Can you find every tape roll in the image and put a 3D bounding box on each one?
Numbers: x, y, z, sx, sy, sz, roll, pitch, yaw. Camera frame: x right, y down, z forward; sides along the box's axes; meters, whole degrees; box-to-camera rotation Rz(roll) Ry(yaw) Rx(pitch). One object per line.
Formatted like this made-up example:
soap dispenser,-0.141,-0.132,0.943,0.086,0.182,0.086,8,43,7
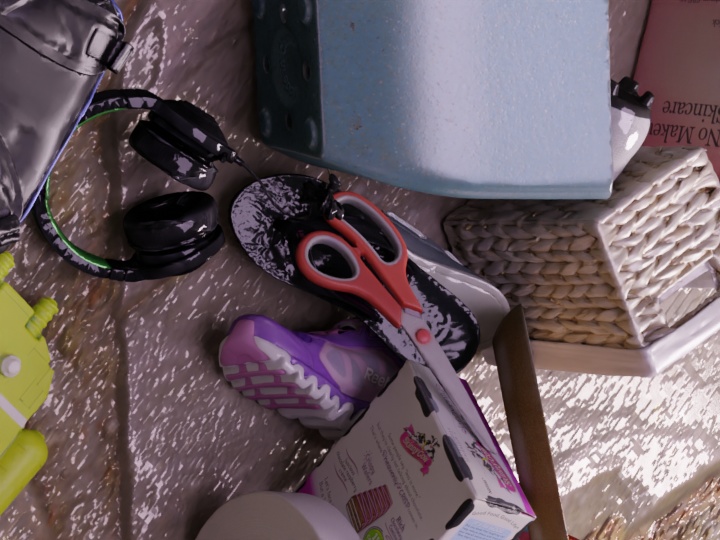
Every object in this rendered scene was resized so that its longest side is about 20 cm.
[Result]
tape roll,-0.059,0.248,1.630,0.037,0.202,0.204,7,92,-38

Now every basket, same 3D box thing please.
basket,0.170,-0.010,1.777,0.135,0.200,0.124,-34,109,-30

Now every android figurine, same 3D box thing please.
android figurine,-0.271,0.079,1.545,0.200,0.041,0.182,-50,122,-19

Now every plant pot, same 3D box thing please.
plant pot,0.119,0.124,1.697,0.027,0.200,0.201,-11,106,2
plant pot,0.037,-0.145,1.665,0.199,0.196,0.197,-8,101,-23

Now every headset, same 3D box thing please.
headset,-0.114,-0.051,1.598,0.199,0.094,0.124,1,105,-19

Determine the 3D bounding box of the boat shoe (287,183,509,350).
boat shoe,0.013,-0.005,1.739,0.199,0.062,0.073,28,96,-18

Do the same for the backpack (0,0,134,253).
backpack,-0.269,-0.137,1.449,0.200,0.147,0.184,41,73,-38

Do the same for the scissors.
scissors,0.039,0.031,1.634,0.200,0.014,0.073,44,62,5

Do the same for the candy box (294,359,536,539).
candy box,0.017,0.180,1.663,0.061,0.137,0.200,20,121,-37

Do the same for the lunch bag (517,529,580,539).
lunch bag,0.086,0.250,1.753,0.199,0.176,0.082,-21,111,-33

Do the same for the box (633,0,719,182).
box,0.281,-0.109,1.887,0.109,0.128,0.201,17,85,-37

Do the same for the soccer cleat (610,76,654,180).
soccer cleat,0.143,-0.120,1.756,0.070,0.200,0.087,20,106,-23

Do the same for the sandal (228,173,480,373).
sandal,0.001,-0.001,1.675,0.200,0.048,0.076,34,85,-9

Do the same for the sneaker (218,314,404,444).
sneaker,-0.017,0.067,1.720,0.200,0.080,0.089,33,69,-41
